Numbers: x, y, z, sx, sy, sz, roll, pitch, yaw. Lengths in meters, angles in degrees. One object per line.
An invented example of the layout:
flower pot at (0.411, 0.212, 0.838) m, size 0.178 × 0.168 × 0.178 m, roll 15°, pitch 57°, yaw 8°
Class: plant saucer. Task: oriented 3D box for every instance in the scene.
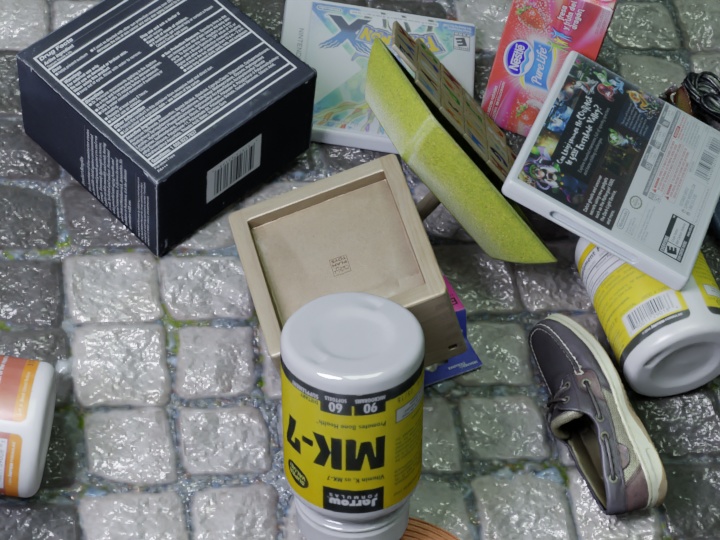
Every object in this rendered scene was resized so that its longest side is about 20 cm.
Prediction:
plant saucer at (0.078, -0.099, 1.729) m, size 0.048 × 0.200 × 0.200 m, roll -39°, pitch 31°, yaw 7°

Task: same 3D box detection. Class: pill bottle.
pill bottle at (-0.006, 0.127, 1.519) m, size 0.114 × 0.200 × 0.114 m, roll 0°, pitch 37°, yaw 0°
pill bottle at (0.263, 0.006, 1.734) m, size 0.111 × 0.111 × 0.200 m, roll -8°, pitch 55°, yaw -17°
pill bottle at (-0.353, 0.115, 1.528) m, size 0.200 × 0.112 × 0.112 m, roll 9°, pitch 51°, yaw -4°

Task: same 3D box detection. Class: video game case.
video game case at (0.238, -0.094, 1.712) m, size 0.182 × 0.023 × 0.200 m, roll 29°, pitch 49°, yaw -1°
video game case at (0.015, -0.194, 1.899) m, size 0.200 × 0.022 × 0.183 m, roll 8°, pitch 52°, yaw -5°

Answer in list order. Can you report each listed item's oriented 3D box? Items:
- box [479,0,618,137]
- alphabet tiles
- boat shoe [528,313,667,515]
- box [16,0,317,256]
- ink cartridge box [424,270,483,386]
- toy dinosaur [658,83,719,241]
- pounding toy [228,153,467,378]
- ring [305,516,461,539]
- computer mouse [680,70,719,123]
box at (0.190, -0.230, 1.847) m, size 0.095 × 0.200 × 0.103 m, roll 20°, pitch 52°, yaw 5°
alphabet tiles at (0.097, -0.152, 1.796) m, size 0.200 × 0.006 × 0.166 m, roll 47°, pitch 15°, yaw -13°
boat shoe at (0.196, 0.126, 1.656) m, size 0.065 × 0.072 × 0.200 m, roll -15°, pitch 62°, yaw -27°
box at (-0.179, -0.156, 1.760) m, size 0.200 × 0.123 × 0.198 m, roll -37°, pitch 67°, yaw -26°
ink cartridge box at (0.028, 0.017, 1.731) m, size 0.095 × 0.037 × 0.200 m, roll -17°, pitch 60°, yaw -22°
toy dinosaur at (0.343, -0.094, 1.849) m, size 0.182 × 0.105 × 0.200 m, roll 51°, pitch 47°, yaw 5°
pounding toy at (0.000, 0.000, 1.651) m, size 0.184 × 0.142 × 0.200 m, roll -20°, pitch 55°, yaw 1°
ring at (0.027, 0.282, 1.533) m, size 0.200 × 0.019 × 0.201 m, roll 6°, pitch 53°, yaw -7°
computer mouse at (0.440, -0.197, 1.972) m, size 0.200 × 0.053 × 0.138 m, roll -40°, pitch 67°, yaw -21°
